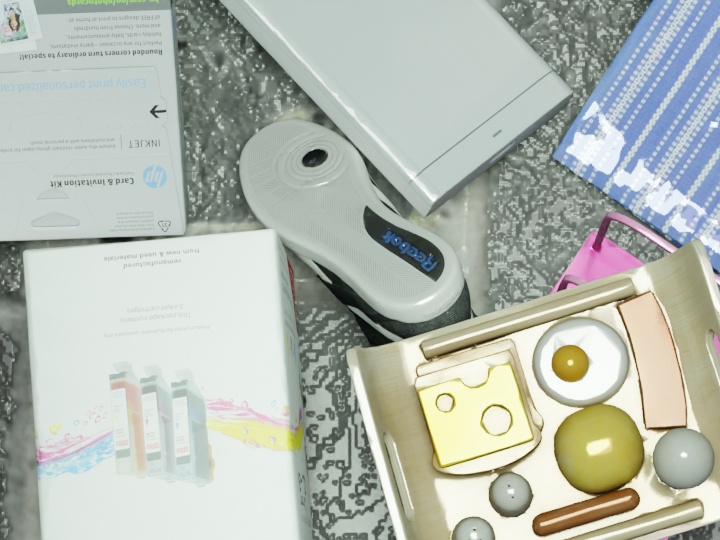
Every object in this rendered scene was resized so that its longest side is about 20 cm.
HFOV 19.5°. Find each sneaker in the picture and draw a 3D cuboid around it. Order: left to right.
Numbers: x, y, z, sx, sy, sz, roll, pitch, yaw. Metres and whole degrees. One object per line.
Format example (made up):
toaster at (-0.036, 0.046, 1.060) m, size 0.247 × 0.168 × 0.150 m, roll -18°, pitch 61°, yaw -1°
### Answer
sneaker at (0.000, 0.000, 1.236) m, size 0.073 × 0.112 × 0.200 m, roll -34°, pitch 46°, yaw -11°

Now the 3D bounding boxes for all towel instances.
towel at (0.229, -0.069, 1.232) m, size 0.200 × 0.024 × 0.145 m, roll 36°, pitch 108°, yaw 10°

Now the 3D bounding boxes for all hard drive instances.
hard drive at (0.017, -0.142, 1.259) m, size 0.132 × 0.027 × 0.200 m, roll -38°, pitch 80°, yaw -30°

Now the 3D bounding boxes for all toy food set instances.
toy food set at (0.105, 0.081, 1.095) m, size 0.199 × 0.060 × 0.144 m, roll -17°, pitch 79°, yaw 0°

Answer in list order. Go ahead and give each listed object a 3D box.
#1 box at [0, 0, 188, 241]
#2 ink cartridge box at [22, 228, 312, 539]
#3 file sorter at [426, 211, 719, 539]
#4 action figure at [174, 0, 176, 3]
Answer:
box at (-0.183, -0.117, 1.226) m, size 0.155 × 0.041 × 0.201 m, roll -2°, pitch 111°, yaw 1°
ink cartridge box at (-0.104, 0.092, 1.182) m, size 0.144 × 0.145 × 0.201 m, roll -4°, pitch 80°, yaw 1°
file sorter at (0.138, 0.086, 1.187) m, size 0.139 × 0.125 × 0.200 m, roll 34°, pitch 82°, yaw 8°
action figure at (-0.195, -0.246, 1.284) m, size 0.199 × 0.105 × 0.195 m, roll -5°, pitch 72°, yaw 13°
